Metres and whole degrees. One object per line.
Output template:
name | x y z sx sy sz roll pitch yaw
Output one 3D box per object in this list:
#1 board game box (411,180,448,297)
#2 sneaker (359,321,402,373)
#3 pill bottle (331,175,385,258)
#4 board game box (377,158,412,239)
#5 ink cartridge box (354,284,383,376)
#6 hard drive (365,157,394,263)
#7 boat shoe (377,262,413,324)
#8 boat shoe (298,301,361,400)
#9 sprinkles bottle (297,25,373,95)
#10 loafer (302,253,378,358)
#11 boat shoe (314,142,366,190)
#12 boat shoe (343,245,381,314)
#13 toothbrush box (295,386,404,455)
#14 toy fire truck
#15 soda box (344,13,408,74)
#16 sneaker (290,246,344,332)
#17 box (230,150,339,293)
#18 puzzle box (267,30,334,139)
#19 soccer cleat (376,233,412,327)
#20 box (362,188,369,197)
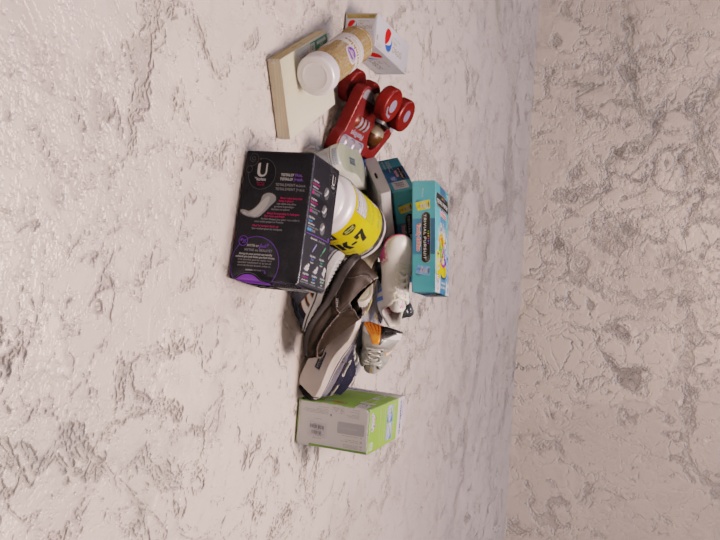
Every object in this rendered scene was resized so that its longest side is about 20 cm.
board game box | 0.132 -0.055 1.686 0.151 0.046 0.203 18 72 -75
sneaker | 0.032 0.146 1.653 0.200 0.075 0.093 47 59 -84
pill bottle | -0.043 -0.101 1.586 0.200 0.113 0.116 34 63 -59
board game box | 0.081 -0.101 1.800 0.151 0.046 0.202 -111 -170 -59
ink cartridge box | -0.016 0.088 1.760 0.201 0.076 0.138 -59 147 -47
hard drive | 0.042 -0.099 1.751 0.132 0.026 0.202 -109 -170 -53
boat shoe | 0.061 0.041 1.861 0.201 0.060 0.076 -110 -172 -51
boat shoe | -0.035 0.143 1.639 0.092 0.075 0.201 6 118 -53
sprinkles bottle | -0.041 -0.360 1.537 0.200 0.067 0.069 -55 144 -55
loafer | -0.034 0.072 1.543 0.201 0.071 0.073 -62 170 13
boat shoe | -0.040 -0.187 1.647 0.201 0.071 0.071 20 62 -73
boat shoe | 0.000 0.000 1.688 0.060 0.071 0.201 98 -2 -48
toothbrush box | -0.016 0.279 1.706 0.200 0.144 0.087 -5 99 -70
toy fire truck | 0.009 -0.280 1.733 0.169 0.112 0.200 -62 159 5
soda box | 0.034 -0.445 1.783 0.200 0.067 0.064 11 84 -69
sneaker | -0.087 0.025 1.575 0.079 0.079 0.201 -51 165 -46
box | -0.116 -0.074 1.397 0.106 0.121 0.203 23 73 -68
puzzle box | -0.097 -0.317 1.529 0.200 0.025 0.134 -51 141 -56
soccer cleat | 0.072 0.023 1.684 0.201 0.069 0.087 96 -15 -46
box | -0.007 -0.122 1.795 0.200 0.034 0.111 -30 122 -65
